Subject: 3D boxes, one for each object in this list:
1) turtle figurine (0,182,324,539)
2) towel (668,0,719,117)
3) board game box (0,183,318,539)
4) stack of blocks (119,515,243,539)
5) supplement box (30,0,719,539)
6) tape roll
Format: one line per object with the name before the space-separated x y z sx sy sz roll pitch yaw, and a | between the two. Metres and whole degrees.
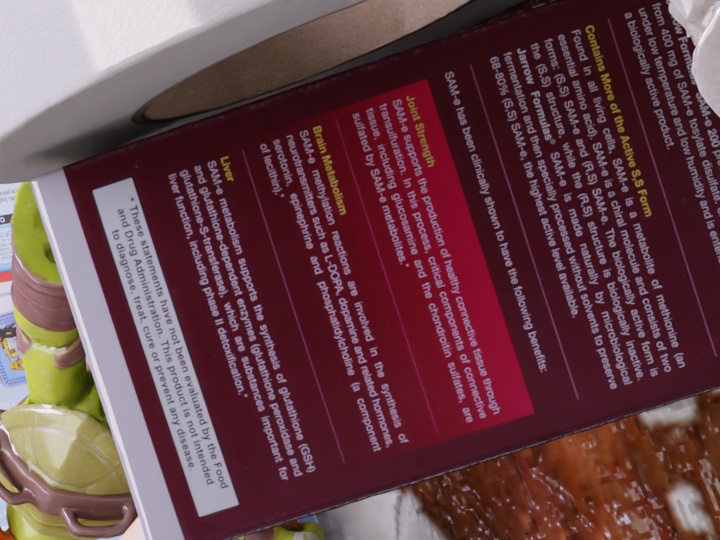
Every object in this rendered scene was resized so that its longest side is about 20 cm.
turtle figurine | -0.093 0.043 0.831 0.200 0.064 0.161 30 139 7
towel | 0.173 -0.030 0.587 0.200 0.034 0.133 42 120 1
board game box | -0.099 0.050 0.933 0.151 0.037 0.200 -9 104 31
stack of blocks | -0.032 0.148 0.820 0.059 0.200 0.115 43 98 29
supplement box | 0.026 -0.006 0.716 0.200 0.061 0.109 -17 92 9
tape roll | -0.018 -0.075 0.716 0.203 0.203 0.037 -26 85 49
